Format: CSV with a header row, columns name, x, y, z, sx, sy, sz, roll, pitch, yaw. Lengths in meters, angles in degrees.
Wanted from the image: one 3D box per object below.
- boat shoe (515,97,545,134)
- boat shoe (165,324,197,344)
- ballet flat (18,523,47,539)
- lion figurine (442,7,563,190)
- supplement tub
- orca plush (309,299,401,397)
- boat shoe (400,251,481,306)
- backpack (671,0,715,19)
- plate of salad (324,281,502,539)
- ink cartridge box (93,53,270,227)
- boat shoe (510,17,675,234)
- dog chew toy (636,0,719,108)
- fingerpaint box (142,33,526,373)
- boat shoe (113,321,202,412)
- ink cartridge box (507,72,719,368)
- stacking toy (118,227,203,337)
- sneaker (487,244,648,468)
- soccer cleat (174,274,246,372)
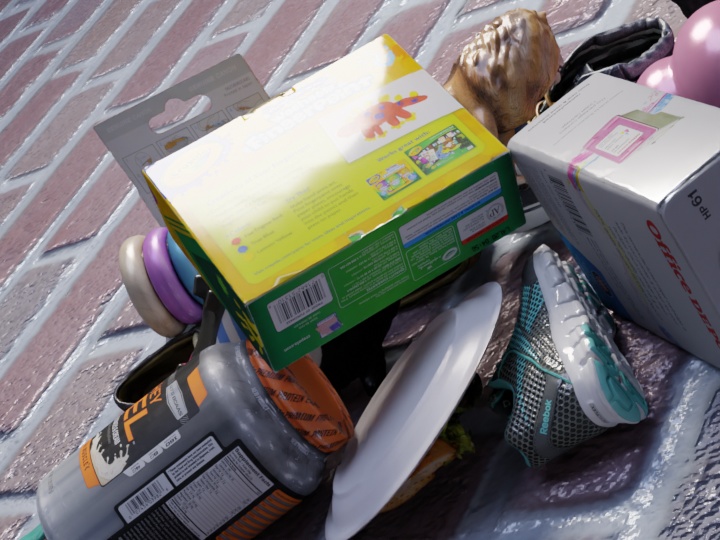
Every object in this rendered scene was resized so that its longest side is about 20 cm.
name,x,y,z,sx,sy,sz,roll,pitch,yaw
boat shoe,0.135,-0.135,1.492,0.199,0.069,0.084,-11,34,44
boat shoe,-0.106,-0.017,1.506,0.201,0.073,0.067,-63,-3,20
ballet flat,-0.256,0.237,1.366,0.199,0.068,0.070,-32,0,8
lion figurine,0.061,-0.103,1.340,0.199,0.072,0.123,-22,69,26
supplement tub,-0.110,0.133,1.253,0.200,0.123,0.123,-38,24,8
orca plush,-0.019,0.070,1.330,0.071,0.105,0.200,37,83,24
boat shoe,0.000,0.000,1.425,0.199,0.072,0.068,-24,26,26
backpack,0.313,-0.273,1.426,0.177,0.151,0.200,-24,22,27
plate of salad,0.041,0.096,1.202,0.201,0.048,0.200,-56,8,12
ink cartridge box,-0.099,-0.076,1.532,0.162,0.201,0.057,-22,19,28
boat shoe,0.150,-0.109,1.359,0.200,0.091,0.071,-31,43,-6
dog chew toy,0.272,-0.142,1.273,0.200,0.125,0.125,-32,23,27
fingerpaint box,-0.019,-0.049,1.239,0.199,0.074,0.167,-31,46,-12
boat shoe,-0.104,0.070,1.420,0.200,0.065,0.074,-33,62,24
ink cartridge box,0.194,-0.028,1.132,0.085,0.145,0.200,-38,24,-7
stacking toy,-0.082,-0.025,1.425,0.199,0.086,0.086,-25,26,13
sneaker,0.115,0.054,1.182,0.091,0.078,0.200,-38,19,14
soccer cleat,-0.087,0.067,1.354,0.070,0.086,0.201,-129,50,-60
